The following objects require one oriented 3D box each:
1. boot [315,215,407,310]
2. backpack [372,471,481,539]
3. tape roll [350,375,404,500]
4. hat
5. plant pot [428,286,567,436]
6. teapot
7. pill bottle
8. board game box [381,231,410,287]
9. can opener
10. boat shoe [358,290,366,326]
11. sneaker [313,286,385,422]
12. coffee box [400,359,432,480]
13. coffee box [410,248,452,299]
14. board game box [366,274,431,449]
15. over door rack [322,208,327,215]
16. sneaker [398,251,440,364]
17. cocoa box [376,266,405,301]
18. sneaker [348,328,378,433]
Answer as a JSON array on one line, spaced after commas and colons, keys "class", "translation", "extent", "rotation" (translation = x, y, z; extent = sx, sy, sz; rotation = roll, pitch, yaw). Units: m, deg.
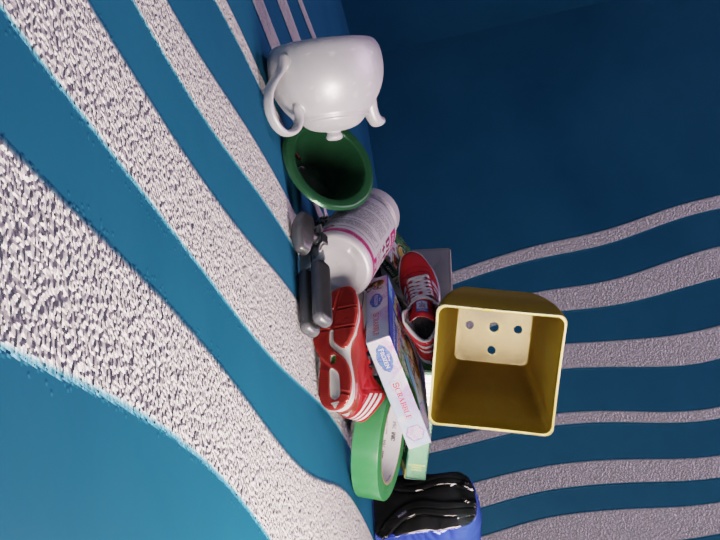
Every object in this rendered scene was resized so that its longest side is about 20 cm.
[{"class": "boot", "translation": [0.000, -0.001, 1.664], "extent": [0.202, 0.073, 0.155], "rotation": [30, 33, -34]}, {"class": "backpack", "translation": [0.131, 0.472, 1.780], "extent": [0.164, 0.196, 0.170], "rotation": [-96, 172, -53]}, {"class": "tape roll", "translation": [0.033, 0.281, 1.590], "extent": [0.200, 0.047, 0.205], "rotation": [5, 90, -75]}, {"class": "hat", "translation": [-0.085, -0.140, 1.576], "extent": [0.198, 0.176, 0.168], "rotation": [-20, 79, -42]}, {"class": "plant pot", "translation": [0.216, 0.124, 1.523], "extent": [0.177, 0.195, 0.204], "rotation": [-72, 165, -69]}, {"class": "teapot", "translation": [-0.053, -0.275, 1.457], "extent": [0.197, 0.196, 0.149], "rotation": [-135, -142, -83]}, {"class": "pill bottle", "translation": [-0.006, -0.052, 1.543], "extent": [0.201, 0.111, 0.115], "rotation": [-57, 139, -56]}, {"class": "board game box", "translation": [0.036, -0.065, 1.745], "extent": [0.201, 0.023, 0.106], "rotation": [50, 28, -36]}, {"class": "can opener", "translation": [-0.076, 0.005, 1.368], "extent": [0.066, 0.052, 0.203], "rotation": [30, 36, -35]}, {"class": "boat shoe", "translation": [-0.033, 0.103, 1.515], "extent": [0.069, 0.070, 0.203], "rotation": [31, 51, -28]}, {"class": "sneaker", "translation": [-0.014, 0.135, 1.436], "extent": [0.116, 0.077, 0.204], "rotation": [45, 43, -50]}, {"class": "coffee box", "translation": [0.101, 0.260, 1.702], "extent": [0.123, 0.043, 0.204], "rotation": [-114, -150, -77]}, {"class": "coffee box", "translation": [0.138, 0.044, 1.818], "extent": [0.200, 0.078, 0.115], "rotation": [76, 12, -73]}, {"class": "board game box", "translation": [0.059, 0.141, 1.501], "extent": [0.201, 0.040, 0.202], "rotation": [-88, 159, -63]}, {"class": "over door rack", "translation": [-0.036, -0.113, 1.904], "extent": [0.200, 0.065, 0.151], "rotation": [-73, 152, -79]}, {"class": "sneaker", "translation": [0.099, 0.045, 1.577], "extent": [0.113, 0.070, 0.204], "rotation": [61, 15, -66]}, {"class": "cocoa box", "translation": [0.030, 0.090, 1.833], "extent": [0.134, 0.128, 0.204], "rotation": [66, 14, -63]}, {"class": "sneaker", "translation": [-0.002, 0.188, 1.670], "extent": [0.075, 0.083, 0.203], "rotation": [68, 36, -59]}]
